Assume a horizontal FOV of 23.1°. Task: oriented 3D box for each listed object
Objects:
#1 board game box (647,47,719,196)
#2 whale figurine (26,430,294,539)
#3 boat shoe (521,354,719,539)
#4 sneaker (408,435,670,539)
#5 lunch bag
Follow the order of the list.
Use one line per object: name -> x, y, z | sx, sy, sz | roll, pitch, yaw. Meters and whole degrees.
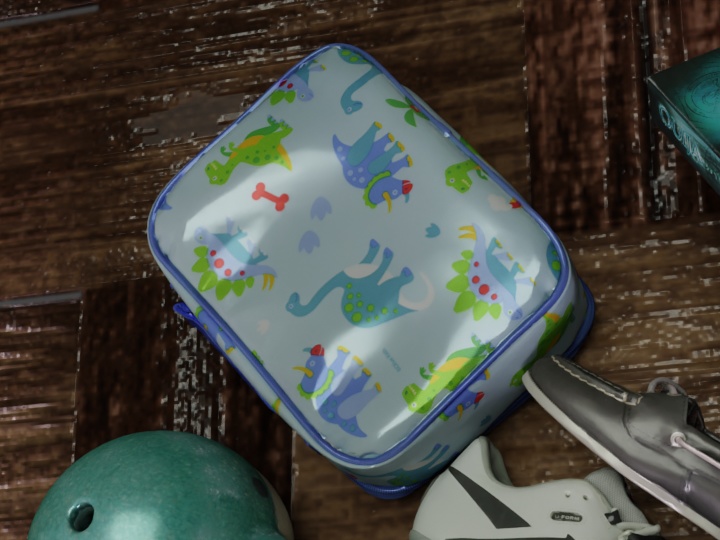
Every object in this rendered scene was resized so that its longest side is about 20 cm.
board game box -> 0.242, -0.075, 0.747 | 0.199, 0.028, 0.135 | -23, 42, -8
whale figurine -> -0.095, 0.163, 0.804 | 0.159, 0.104, 0.201 | -26, 48, 17
boat shoe -> 0.164, 0.089, 0.778 | 0.200, 0.067, 0.057 | 38, 99, 20
sneaker -> 0.112, 0.136, 0.777 | 0.199, 0.074, 0.089 | 26, 83, 25
lunch bag -> 0.000, 0.000, 0.862 | 0.161, 0.082, 0.200 | -44, 63, -1
